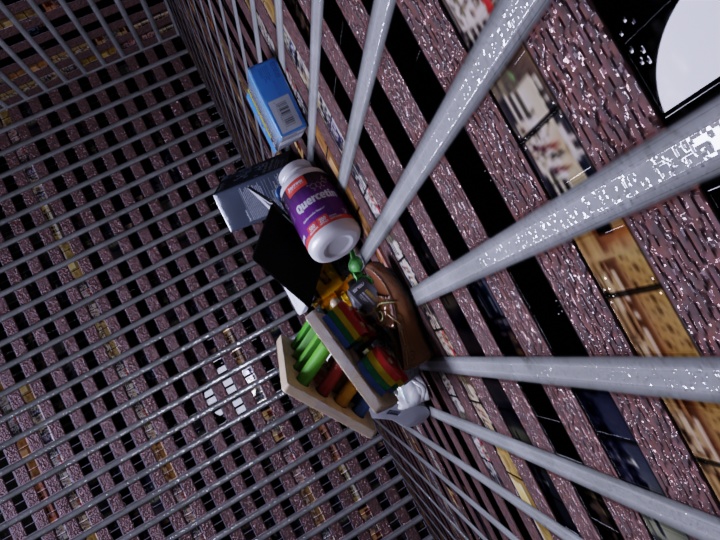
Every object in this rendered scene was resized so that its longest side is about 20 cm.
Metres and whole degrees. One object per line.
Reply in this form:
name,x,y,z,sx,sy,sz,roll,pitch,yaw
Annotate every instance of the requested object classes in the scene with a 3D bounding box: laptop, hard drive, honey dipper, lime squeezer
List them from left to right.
laptop,-0.171,-0.052,1.111,0.199,0.116,0.187,33,170,48
hard drive,-0.159,0.030,1.257,0.134,0.026,0.200,61,164,6
honey dipper,-0.001,0.131,1.097,0.201,0.038,0.038,51,166,26
lime squeezer,0.000,0.000,1.123,0.203,0.037,0.071,63,170,10

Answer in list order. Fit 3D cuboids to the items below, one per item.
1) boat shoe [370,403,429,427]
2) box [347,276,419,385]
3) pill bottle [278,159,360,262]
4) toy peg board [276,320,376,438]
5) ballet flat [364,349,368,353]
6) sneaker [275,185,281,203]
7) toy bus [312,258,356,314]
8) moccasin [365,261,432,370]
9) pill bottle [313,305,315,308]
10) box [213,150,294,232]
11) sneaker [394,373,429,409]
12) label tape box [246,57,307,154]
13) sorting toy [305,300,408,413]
boat shoe,0.077,0.308,1.215,0.197,0.073,0.066,18,-152,-34
box,0.050,0.128,1.088,0.158,0.048,0.202,43,161,32
pill bottle,-0.088,-0.123,1.047,0.202,0.111,0.113,58,169,25
toy peg board,-0.048,0.184,1.001,0.197,0.099,0.200,33,-171,-20
ballet flat,0.017,0.152,1.290,0.072,0.070,0.200,63,-178,-2
sneaker,-0.135,-0.133,1.194,0.200,0.070,0.084,52,159,36
toy bus,-0.054,0.071,1.365,0.201,0.135,0.192,55,180,28
moccasin,0.055,0.080,0.924,0.204,0.077,0.074,67,169,-19
pill bottle,-0.093,0.076,1.582,0.203,0.111,0.113,67,169,-21
box,-0.250,-0.203,1.335,0.149,0.197,0.109,-100,-13,-63
sneaker,0.076,0.221,1.183,0.201,0.079,0.071,56,170,42
label tape box,-0.180,-0.338,1.108,0.146,0.062,0.200,64,170,-9
sorting toy,0.009,0.149,0.955,0.200,0.069,0.200,52,-178,15
